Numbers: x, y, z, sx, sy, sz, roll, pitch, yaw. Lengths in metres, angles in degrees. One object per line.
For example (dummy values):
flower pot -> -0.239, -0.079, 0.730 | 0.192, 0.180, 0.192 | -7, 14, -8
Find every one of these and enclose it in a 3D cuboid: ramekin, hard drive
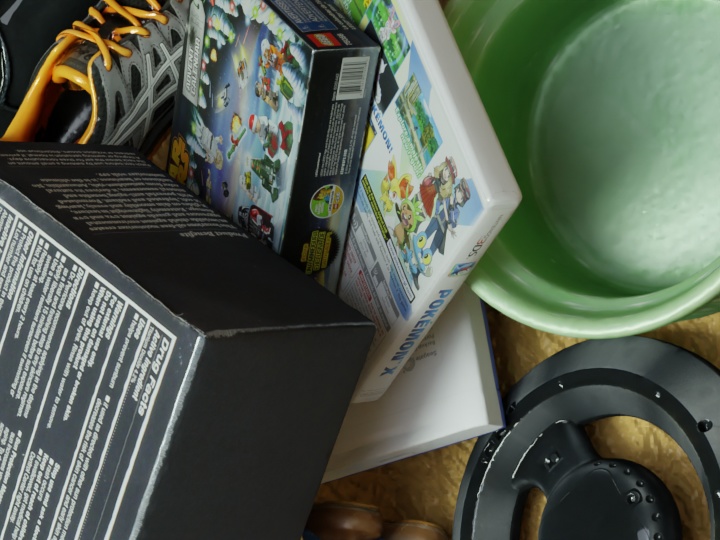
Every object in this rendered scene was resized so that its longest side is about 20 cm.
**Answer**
ramekin -> 0.132, -0.066, 1.135 | 0.199, 0.098, 0.201 | -2, 86, 30
hard drive -> 0.000, 0.000, 1.231 | 0.132, 0.025, 0.201 | -20, 71, 33

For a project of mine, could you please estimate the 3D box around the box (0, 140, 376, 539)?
box -> -0.122, 0.070, 1.142 | 0.198, 0.123, 0.201 | 36, 115, 38

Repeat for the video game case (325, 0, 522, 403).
video game case -> 0.002, -0.066, 1.156 | 0.182, 0.022, 0.201 | -57, 47, 50

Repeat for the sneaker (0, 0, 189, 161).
sneaker -> -0.124, -0.109, 1.241 | 0.078, 0.077, 0.201 | 22, 79, 30

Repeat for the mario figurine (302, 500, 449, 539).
mario figurine -> 0.007, 0.220, 1.177 | 0.123, 0.106, 0.201 | 10, 78, -8

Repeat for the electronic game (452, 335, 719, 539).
electronic game -> 0.122, 0.131, 1.148 | 0.200, 0.042, 0.201 | -12, 73, 42

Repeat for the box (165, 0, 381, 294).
box -> -0.052, -0.051, 1.194 | 0.137, 0.040, 0.201 | 48, 135, 49

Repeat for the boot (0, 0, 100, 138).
boot -> -0.216, -0.136, 1.268 | 0.073, 0.162, 0.199 | 32, 106, 35
